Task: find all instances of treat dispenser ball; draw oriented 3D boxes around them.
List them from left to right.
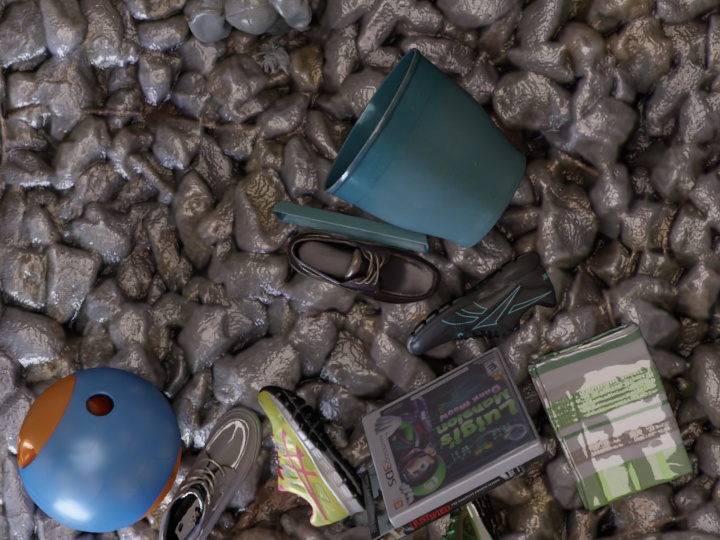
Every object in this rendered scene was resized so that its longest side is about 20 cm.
[{"bbox_3d":[-0.321,0.221,1.523,0.200,0.201,0.202,0,92,7],"label":"treat dispenser ball"}]

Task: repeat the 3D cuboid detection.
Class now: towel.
[{"bbox_3d":[0.311,0.182,1.529,0.149,0.031,0.201,-22,90,8],"label":"towel"}]

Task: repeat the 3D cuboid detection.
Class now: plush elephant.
[{"bbox_3d":[-0.127,-0.342,1.497,0.164,0.155,0.201,-9,91,7],"label":"plush elephant"}]

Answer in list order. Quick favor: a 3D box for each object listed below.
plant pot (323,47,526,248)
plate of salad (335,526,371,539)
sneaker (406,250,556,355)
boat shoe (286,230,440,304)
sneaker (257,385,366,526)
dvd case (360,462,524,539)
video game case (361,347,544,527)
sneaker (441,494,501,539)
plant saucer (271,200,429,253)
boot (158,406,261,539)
[{"bbox_3d":[0.087,-0.130,1.473,0.187,0.200,0.201,32,96,-11],"label":"plant pot"},{"bbox_3d":[0.022,0.411,1.497,0.048,0.200,0.201,-22,90,37],"label":"plate of salad"},{"bbox_3d":[0.149,0.057,1.522,0.200,0.075,0.079,-33,91,8],"label":"sneaker"},{"bbox_3d":[0.000,0.000,1.538,0.199,0.073,0.075,11,94,7],"label":"boat shoe"},{"bbox_3d":[-0.079,0.239,1.558,0.090,0.078,0.200,-35,86,14],"label":"sneaker"},{"bbox_3d":[0.096,0.248,1.505,0.199,0.146,0.022,-30,114,9],"label":"dvd case"},{"bbox_3d":[0.106,0.198,1.492,0.199,0.182,0.023,-28,126,7],"label":"video game case"},{"bbox_3d":[0.128,0.337,1.541,0.088,0.077,0.201,-21,87,16],"label":"sneaker"},{"bbox_3d":[-0.010,-0.055,1.541,0.199,0.070,0.019,12,82,6],"label":"plant saucer"},{"bbox_3d":[-0.190,0.270,1.562,0.073,0.096,0.201,25,95,5],"label":"boot"}]
